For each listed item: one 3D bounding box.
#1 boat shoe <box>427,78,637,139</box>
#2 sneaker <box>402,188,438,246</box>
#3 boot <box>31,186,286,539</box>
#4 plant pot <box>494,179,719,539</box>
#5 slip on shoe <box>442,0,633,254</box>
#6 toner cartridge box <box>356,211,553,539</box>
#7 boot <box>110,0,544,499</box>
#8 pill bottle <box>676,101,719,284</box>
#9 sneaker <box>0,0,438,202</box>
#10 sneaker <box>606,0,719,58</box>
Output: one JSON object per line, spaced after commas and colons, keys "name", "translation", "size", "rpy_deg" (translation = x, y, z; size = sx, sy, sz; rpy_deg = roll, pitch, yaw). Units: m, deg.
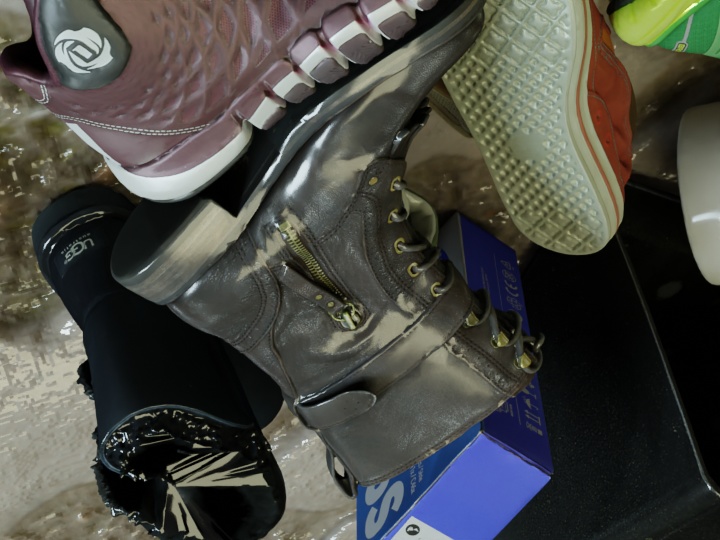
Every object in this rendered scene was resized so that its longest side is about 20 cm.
{"name": "boat shoe", "translation": [0.064, -0.093, 0.781], "size": [0.200, 0.065, 0.072], "rpy_deg": [27, 96, -50]}
{"name": "sneaker", "translation": [0.000, 0.000, 0.791], "size": [0.090, 0.067, 0.200], "rpy_deg": [-29, 165, 3]}
{"name": "boot", "translation": [-0.077, 0.071, 0.794], "size": [0.076, 0.168, 0.200], "rpy_deg": [-31, 138, 5]}
{"name": "plant pot", "translation": [0.170, 0.095, 0.929], "size": [0.199, 0.200, 0.177], "rpy_deg": [14, 135, -35]}
{"name": "slip on shoe", "translation": [0.075, -0.093, 0.697], "size": [0.074, 0.061, 0.200], "rpy_deg": [7, 142, 29]}
{"name": "toner cartridge box", "translation": [0.040, 0.061, 0.817], "size": [0.043, 0.200, 0.095], "rpy_deg": [33, 114, -18]}
{"name": "boot", "translation": [0.016, -0.010, 0.674], "size": [0.200, 0.069, 0.174], "rpy_deg": [-41, 120, 17]}
{"name": "pill bottle", "translation": [0.268, -0.050, 0.832], "size": [0.199, 0.114, 0.114], "rpy_deg": [-7, 143, 25]}
{"name": "sneaker", "translation": [-0.047, -0.113, 0.574], "size": [0.200, 0.076, 0.115], "rpy_deg": [-42, 131, 18]}
{"name": "sneaker", "translation": [0.180, -0.139, 0.628], "size": [0.083, 0.074, 0.200], "rpy_deg": [16, 155, -30]}
